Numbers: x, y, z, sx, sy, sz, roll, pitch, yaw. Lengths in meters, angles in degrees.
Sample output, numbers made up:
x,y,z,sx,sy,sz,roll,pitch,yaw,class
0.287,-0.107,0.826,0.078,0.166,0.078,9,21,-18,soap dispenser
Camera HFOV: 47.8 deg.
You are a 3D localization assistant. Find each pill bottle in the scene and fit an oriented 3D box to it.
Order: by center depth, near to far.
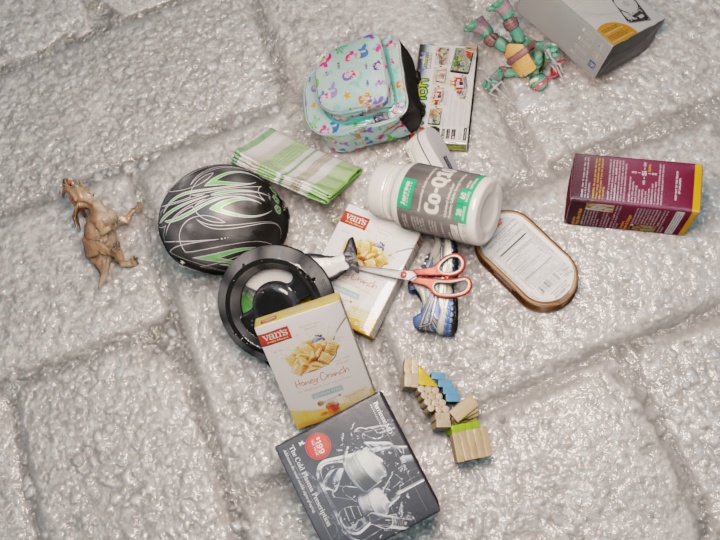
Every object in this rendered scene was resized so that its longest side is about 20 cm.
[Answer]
x,y,z,sx,sy,sz,roll,pitch,yaw,class
0.119,-0.114,1.322,0.200,0.113,0.113,15,75,30,pill bottle

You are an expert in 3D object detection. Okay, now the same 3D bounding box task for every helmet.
x,y,z,sx,sy,sz,roll,pitch,yaw,class
-0.238,-0.087,1.379,0.200,0.191,0.200,-9,75,34,helmet

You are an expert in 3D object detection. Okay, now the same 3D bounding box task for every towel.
x,y,z,sx,sy,sz,roll,pitch,yaw,class
-0.112,-0.192,1.441,0.200,0.031,0.149,23,37,13,towel

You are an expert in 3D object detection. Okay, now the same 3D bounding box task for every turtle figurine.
x,y,z,sx,sy,sz,roll,pitch,yaw,class
0.279,-0.379,1.445,0.150,0.101,0.200,-35,94,33,turtle figurine

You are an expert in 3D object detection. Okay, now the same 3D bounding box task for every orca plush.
x,y,z,sx,sy,sz,roll,pitch,yaw,class
-0.097,-0.015,1.359,0.200,0.071,0.105,-24,110,18,orca plush

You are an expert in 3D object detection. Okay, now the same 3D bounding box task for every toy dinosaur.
x,y,z,sx,sy,sz,roll,pitch,yaw,class
-0.480,-0.065,1.484,0.135,0.086,0.200,1,89,20,toy dinosaur

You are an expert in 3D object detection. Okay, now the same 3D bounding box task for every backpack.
x,y,z,sx,sy,sz,roll,pitch,yaw,class
-0.006,-0.309,1.439,0.200,0.151,0.178,-16,68,25,backpack

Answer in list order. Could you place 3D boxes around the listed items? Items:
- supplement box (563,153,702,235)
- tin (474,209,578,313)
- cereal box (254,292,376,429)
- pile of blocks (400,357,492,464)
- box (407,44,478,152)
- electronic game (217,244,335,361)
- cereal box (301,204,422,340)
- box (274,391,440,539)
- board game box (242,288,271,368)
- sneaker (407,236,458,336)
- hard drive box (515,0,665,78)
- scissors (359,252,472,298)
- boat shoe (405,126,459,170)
x,y,z,sx,sy,sz,roll,pitch,yaw,class
0.443,-0.124,1.332,0.200,0.110,0.086,7,73,11,supplement box
0.278,-0.018,1.366,0.112,0.042,0.200,-41,71,-9,tin
-0.069,0.147,1.305,0.144,0.040,0.200,-19,113,4,cereal box
0.136,0.222,1.304,0.082,0.062,0.200,-32,78,-15,pile of blocks
0.151,-0.316,1.480,0.110,0.035,0.200,5,74,11,box
-0.137,0.056,1.329,0.200,0.042,0.200,2,103,10,electronic game
0.000,0.000,1.393,0.144,0.040,0.200,22,78,19,cereal box
-0.003,0.315,1.252,0.182,0.104,0.200,-28,82,-1,box
-0.134,0.112,1.380,0.200,0.023,0.105,45,107,18,board game box
0.119,0.009,1.364,0.085,0.077,0.200,-1,72,13,sneaker
0.403,-0.452,1.432,0.156,0.077,0.200,-32,68,-29,hard drive box
0.083,0.015,1.333,0.200,0.014,0.073,-6,82,14,scissors
0.137,-0.148,1.414,0.066,0.072,0.200,-29,86,37,boat shoe
